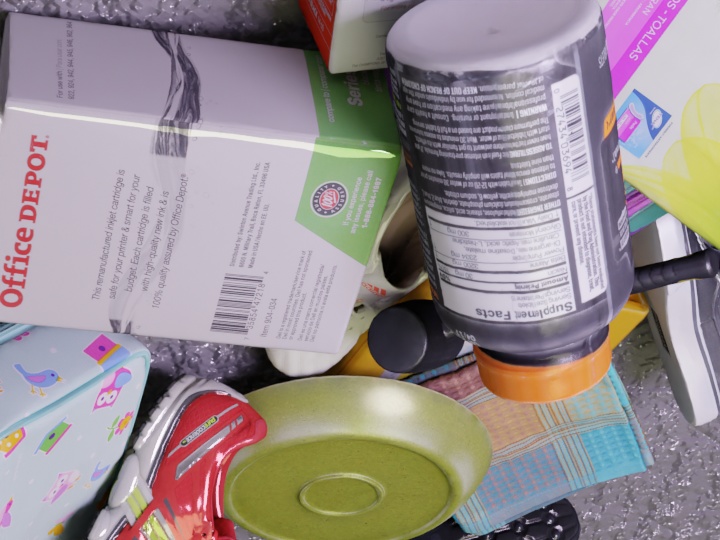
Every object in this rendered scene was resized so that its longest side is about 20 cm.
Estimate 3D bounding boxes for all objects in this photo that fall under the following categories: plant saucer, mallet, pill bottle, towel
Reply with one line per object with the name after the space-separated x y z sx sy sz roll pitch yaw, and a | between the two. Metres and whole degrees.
-0.013 0.134 1.162 0.198 0.031 0.201 -2 145 -1 | plant saucer
0.095 0.019 0.984 0.199 0.041 0.066 -16 176 33 | mallet
0.079 -0.034 0.893 0.106 0.106 0.201 -16 120 -8 | pill bottle
0.108 0.107 1.192 0.146 0.022 0.200 -22 143 7 | towel

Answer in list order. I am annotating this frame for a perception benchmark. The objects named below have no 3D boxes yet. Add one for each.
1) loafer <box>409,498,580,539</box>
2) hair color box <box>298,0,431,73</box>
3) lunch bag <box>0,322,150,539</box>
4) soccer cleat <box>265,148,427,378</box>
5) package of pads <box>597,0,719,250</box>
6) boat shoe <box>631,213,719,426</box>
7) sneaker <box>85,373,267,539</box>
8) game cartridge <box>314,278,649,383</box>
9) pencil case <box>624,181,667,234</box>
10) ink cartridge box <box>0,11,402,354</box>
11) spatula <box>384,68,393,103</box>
0.062 0.211 1.305 0.199 0.068 0.070 -18 157 -11 | loafer
0.038 -0.197 0.872 0.110 0.064 0.201 -8 137 -18 | hair color box
-0.201 0.113 1.034 0.160 0.077 0.201 -35 157 -45 | lunch bag
0.000 0.000 1.045 0.069 0.078 0.200 9 129 -31 | soccer cleat
0.197 -0.103 0.951 0.200 0.068 0.155 36 103 -5 | package of pads
0.218 0.013 1.147 0.067 0.072 0.201 -23 124 -2 | boat shoe
-0.116 0.163 1.070 0.077 0.084 0.201 66 49 -84 | sneaker
0.063 0.066 1.161 0.175 0.033 0.200 10 134 -31 | game cartridge
0.169 -0.069 1.038 0.199 0.093 0.085 -33 127 12 | pencil case
-0.095 -0.042 0.930 0.199 0.084 0.146 6 131 -15 | ink cartridge box
0.080 -0.121 0.998 0.199 0.021 0.057 -11 149 -17 | spatula
